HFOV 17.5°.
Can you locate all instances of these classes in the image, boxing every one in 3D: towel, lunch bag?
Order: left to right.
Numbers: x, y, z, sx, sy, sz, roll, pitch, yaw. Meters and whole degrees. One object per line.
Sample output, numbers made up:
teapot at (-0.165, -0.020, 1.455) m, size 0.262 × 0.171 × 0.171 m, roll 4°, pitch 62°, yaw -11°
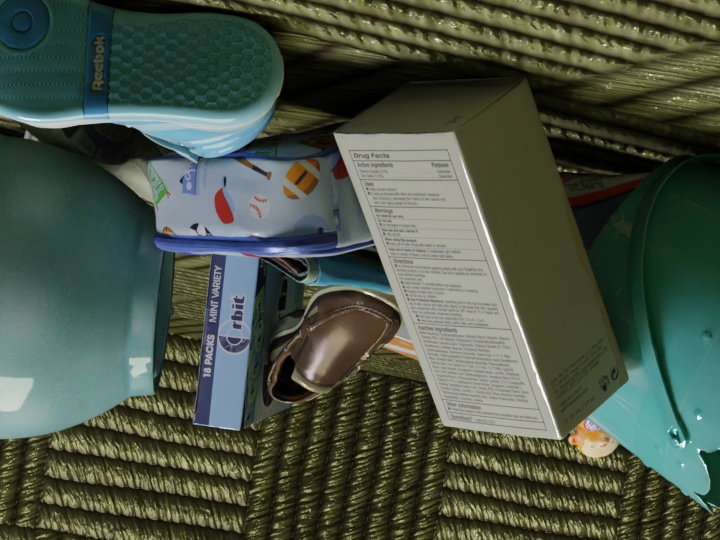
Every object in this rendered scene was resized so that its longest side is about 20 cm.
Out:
lunch bag at (-0.025, -0.053, 1.444) m, size 0.200 × 0.076 × 0.160 m, roll -12°, pitch -172°, yaw -44°
towel at (0.000, 0.000, 1.701) m, size 0.200 × 0.022 × 0.147 m, roll 13°, pitch -173°, yaw -39°

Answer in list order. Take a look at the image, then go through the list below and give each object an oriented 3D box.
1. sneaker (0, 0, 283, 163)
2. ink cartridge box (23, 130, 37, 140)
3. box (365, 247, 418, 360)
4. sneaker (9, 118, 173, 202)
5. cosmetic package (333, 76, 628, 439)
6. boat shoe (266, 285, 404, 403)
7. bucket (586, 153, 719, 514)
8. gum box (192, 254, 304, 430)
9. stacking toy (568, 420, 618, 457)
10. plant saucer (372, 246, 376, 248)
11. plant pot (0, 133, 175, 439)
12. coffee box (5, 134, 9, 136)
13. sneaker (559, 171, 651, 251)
sneaker at (-0.139, -0.105, 1.330) m, size 0.199 × 0.080 × 0.131 m, roll 10°, pitch 172°, yaw 4°
ink cartridge box at (-0.150, -0.073, 1.762) m, size 0.197 × 0.047 × 0.200 m, roll 12°, pitch -178°, yaw -28°
box at (0.077, 0.030, 1.957) m, size 0.199 × 0.098 × 0.124 m, roll 21°, pitch 173°, yaw -3°
sneaker at (-0.158, -0.092, 1.570) m, size 0.087 × 0.075 × 0.200 m, roll 14°, pitch 168°, yaw 34°
cosmetic package at (0.071, -0.007, 1.356) m, size 0.103 × 0.200 × 0.073 m, roll 4°, pitch -149°, yaw 46°
boat shoe at (-0.022, 0.064, 1.850) m, size 0.075 × 0.075 × 0.202 m, roll 24°, pitch 157°, yaw -12°
bucket at (0.218, 0.034, 1.448) m, size 0.135 × 0.208 × 0.207 m, roll 31°, pitch -178°, yaw 22°
gum box at (-0.089, 0.039, 1.965) m, size 0.044 × 0.171 × 0.200 m, roll 7°, pitch -177°, yaw 11°
stacking toy at (0.164, 0.056, 1.652) m, size 0.116 × 0.200 × 0.110 m, roll -13°, pitch -145°, yaw -10°
plant saucer at (0.061, -0.019, 1.766) m, size 0.200 × 0.027 × 0.200 m, roll 21°, pitch -173°, yaw -3°
plant pot at (-0.188, 0.014, 1.486) m, size 0.134 × 0.201 × 0.200 m, roll 5°, pitch 174°, yaw 0°
coffee box at (-0.340, -0.055, 1.808) m, size 0.200 × 0.115 × 0.080 m, roll 16°, pitch 143°, yaw -43°
sneaker at (0.139, -0.047, 1.550) m, size 0.201 × 0.067 × 0.108 m, roll -7°, pitch -151°, yaw -31°
